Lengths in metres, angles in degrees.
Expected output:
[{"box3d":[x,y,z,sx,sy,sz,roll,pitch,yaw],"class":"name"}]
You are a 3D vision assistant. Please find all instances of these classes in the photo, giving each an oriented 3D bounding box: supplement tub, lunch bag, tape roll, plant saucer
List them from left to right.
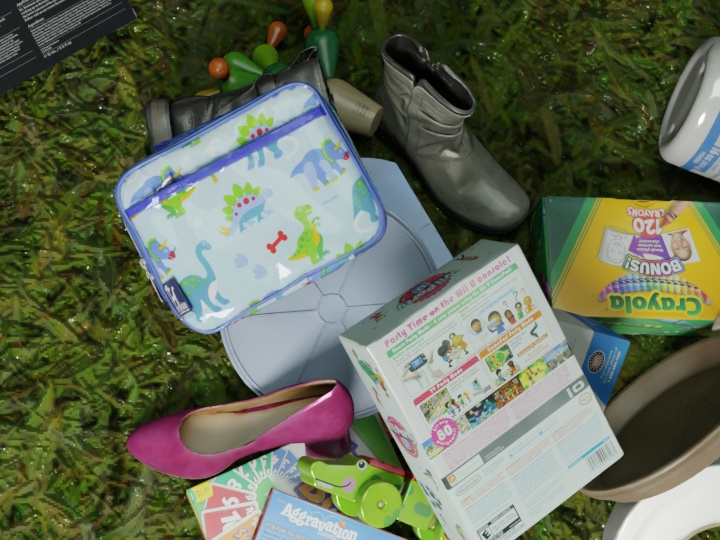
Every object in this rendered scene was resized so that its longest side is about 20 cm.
[{"box3d":[-0.092,-0.053,0.919,0.199,0.082,0.162,-26,92,-1],"class":"lunch bag"},{"box3d":[0.266,0.128,0.947,0.200,0.200,0.030,-44,97,-18],"class":"plant saucer"},{"box3d":[0.303,0.254,0.933,0.201,0.071,0.204,1,94,8],"class":"tape roll"},{"box3d":[0.407,-0.135,1.084,0.199,0.132,0.133,21,70,0],"class":"supplement tub"}]

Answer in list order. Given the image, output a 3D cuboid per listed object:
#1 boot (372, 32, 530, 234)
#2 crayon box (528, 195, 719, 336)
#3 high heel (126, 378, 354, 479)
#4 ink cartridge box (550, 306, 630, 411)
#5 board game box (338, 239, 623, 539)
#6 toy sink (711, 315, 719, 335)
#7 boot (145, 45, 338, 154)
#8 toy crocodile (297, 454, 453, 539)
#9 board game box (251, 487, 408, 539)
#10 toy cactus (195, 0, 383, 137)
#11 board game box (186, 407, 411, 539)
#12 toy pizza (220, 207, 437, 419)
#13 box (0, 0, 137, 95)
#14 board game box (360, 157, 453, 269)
[{"box3d":[0.085,-0.123,1.035,0.200,0.131,0.068,42,72,7],"class":"boot"},{"box3d":[0.264,-0.003,1.059,0.198,0.058,0.120,2,71,-8],"class":"crayon box"},{"box3d":[-0.104,0.125,0.932,0.198,0.096,0.068,2,49,6],"class":"high heel"},{"box3d":[0.117,0.081,0.955,0.199,0.067,0.117,16,100,-20],"class":"ink cartridge box"},{"box3d":[0.096,0.099,0.871,0.147,0.064,0.201,-32,106,-16],"class":"board game box"},{"box3d":[0.405,0.128,0.971,0.199,0.130,0.113,31,70,-16],"class":"toy sink"},{"box3d":[-0.089,-0.084,0.983,0.173,0.069,0.202,-11,105,0],"class":"boot"},{"box3d":[0.040,0.192,0.932,0.199,0.067,0.062,24,80,-16],"class":"toy crocodile"},{"box3d":[-0.001,0.267,0.937,0.199,0.019,0.104,23,78,-7],"class":"board game box"},{"box3d":[-0.056,-0.179,1.047,0.164,0.102,0.201,24,68,11],"class":"toy cactus"},{"box3d":[-0.042,0.195,0.970,0.199,0.030,0.096,-22,76,-17],"class":"board game box"},{"box3d":[-0.026,0.033,0.983,0.198,0.032,0.202,0,93,-3],"class":"toy pizza"},{"box3d":[-0.328,-0.251,1.012,0.199,0.142,0.079,-34,37,-17],"class":"box"},{"box3d":[0.000,0.000,1.030,0.157,0.039,0.201,-31,83,1],"class":"board game box"}]
